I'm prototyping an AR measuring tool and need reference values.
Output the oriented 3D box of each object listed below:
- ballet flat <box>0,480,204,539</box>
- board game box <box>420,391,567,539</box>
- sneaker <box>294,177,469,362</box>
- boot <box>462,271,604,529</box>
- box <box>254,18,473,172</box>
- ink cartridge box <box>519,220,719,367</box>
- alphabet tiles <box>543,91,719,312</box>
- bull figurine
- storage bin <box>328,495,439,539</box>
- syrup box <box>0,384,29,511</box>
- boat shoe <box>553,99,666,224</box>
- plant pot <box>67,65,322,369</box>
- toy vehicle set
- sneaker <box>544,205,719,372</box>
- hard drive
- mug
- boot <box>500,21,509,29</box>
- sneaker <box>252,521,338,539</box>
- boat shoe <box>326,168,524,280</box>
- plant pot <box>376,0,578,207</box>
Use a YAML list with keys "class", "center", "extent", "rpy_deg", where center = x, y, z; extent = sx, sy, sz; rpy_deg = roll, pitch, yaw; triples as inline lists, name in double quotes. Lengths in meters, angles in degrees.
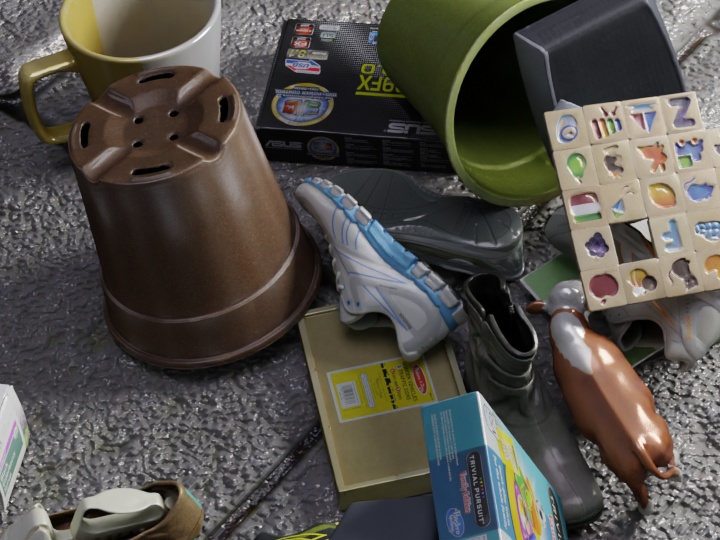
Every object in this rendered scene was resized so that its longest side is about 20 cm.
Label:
- class: "ballet flat"
  center: [-0.223, 0.208, 1.540]
  extent: [0.200, 0.072, 0.068]
  rpy_deg: [-14, 49, -7]
- class: "board game box"
  center: [0.108, 0.199, 1.416]
  extent: [0.047, 0.200, 0.151]
  rpy_deg: [-17, 56, 16]
- class: "sneaker"
  center: [0.000, 0.000, 1.667]
  extent: [0.087, 0.075, 0.200]
  rpy_deg: [-47, 63, 1]
- class: "boot"
  center: [0.129, 0.103, 1.564]
  extent: [0.068, 0.131, 0.200]
  rpy_deg: [-21, 49, -13]
- class: "box"
  center: [0.011, -0.171, 1.882]
  extent: [0.200, 0.044, 0.160]
  rpy_deg: [5, 48, 9]
- class: "ink cartridge box"
  center: [0.262, 0.008, 1.698]
  extent: [0.200, 0.048, 0.146]
  rpy_deg: [-35, 52, -5]
- class: "alphabet tiles"
  center: [0.259, -0.062, 1.578]
  extent: [0.200, 0.008, 0.167]
  rpy_deg: [-9, 78, -14]
- class: "bull figurine"
  center: [0.199, 0.100, 1.561]
  extent: [0.065, 0.121, 0.200]
  rpy_deg: [-27, 50, 8]
- class: "storage bin"
  center: [0.025, 0.264, 1.394]
  extent: [0.145, 0.200, 0.134]
  rpy_deg: [-9, 32, 28]
- class: "syrup box"
  center: [-0.383, 0.138, 1.611]
  extent: [0.200, 0.081, 0.079]
  rpy_deg: [5, 50, 9]
- class: "boat shoe"
  center: [0.238, -0.069, 1.629]
  extent: [0.200, 0.074, 0.067]
  rpy_deg: [29, 94, -9]
- class: "plant pot"
  center: [-0.150, -0.054, 1.670]
  extent: [0.200, 0.198, 0.200]
  rpy_deg: [-8, 44, 7]
- class: "toy vehicle set"
  center: [0.024, 0.104, 1.643]
  extent: [0.124, 0.027, 0.200]
  rpy_deg: [-11, 48, -5]
- class: "sneaker"
  center: [0.220, 0.014, 1.636]
  extent: [0.200, 0.076, 0.092]
  rpy_deg: [31, 83, 40]
- class: "hard drive"
  center: [0.218, -0.145, 1.676]
  extent: [0.135, 0.200, 0.042]
  rpy_deg: [-26, 37, -3]
- class: "mug"
  center: [-0.216, -0.192, 1.848]
  extent: [0.186, 0.153, 0.149]
  rpy_deg: [2, 48, 7]
- class: "boot"
  center: [0.209, -0.221, 1.841]
  extent: [0.200, 0.146, 0.070]
  rpy_deg: [14, 47, 16]
- class: "sneaker"
  center: [-0.002, 0.226, 1.504]
  extent: [0.200, 0.075, 0.085]
  rpy_deg: [-3, 38, -6]
- class: "boat shoe"
  center: [0.052, -0.038, 1.752]
  extent: [0.202, 0.065, 0.074]
  rpy_deg: [13, 52, 21]
- class: "plant pot"
  center: [0.111, -0.186, 1.747]
  extent: [0.200, 0.200, 0.190]
  rpy_deg: [-27, 38, -19]
